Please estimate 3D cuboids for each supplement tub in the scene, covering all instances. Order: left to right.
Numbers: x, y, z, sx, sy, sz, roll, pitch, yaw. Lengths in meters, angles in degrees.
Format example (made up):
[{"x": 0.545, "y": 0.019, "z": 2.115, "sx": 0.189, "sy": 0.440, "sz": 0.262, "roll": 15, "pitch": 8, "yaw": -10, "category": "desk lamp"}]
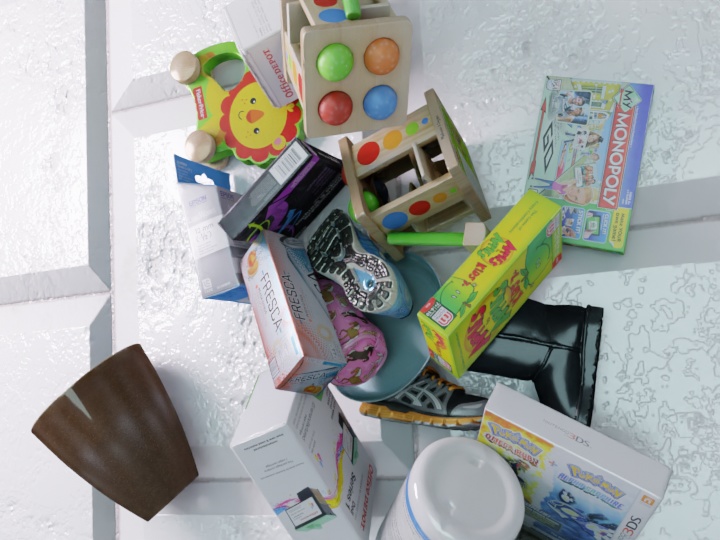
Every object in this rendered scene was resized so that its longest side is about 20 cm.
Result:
[{"x": 0.094, "y": 0.295, "z": 0.836, "sx": 0.132, "sy": 0.131, "sz": 0.202, "roll": 41, "pitch": 139, "yaw": 20, "category": "supplement tub"}]

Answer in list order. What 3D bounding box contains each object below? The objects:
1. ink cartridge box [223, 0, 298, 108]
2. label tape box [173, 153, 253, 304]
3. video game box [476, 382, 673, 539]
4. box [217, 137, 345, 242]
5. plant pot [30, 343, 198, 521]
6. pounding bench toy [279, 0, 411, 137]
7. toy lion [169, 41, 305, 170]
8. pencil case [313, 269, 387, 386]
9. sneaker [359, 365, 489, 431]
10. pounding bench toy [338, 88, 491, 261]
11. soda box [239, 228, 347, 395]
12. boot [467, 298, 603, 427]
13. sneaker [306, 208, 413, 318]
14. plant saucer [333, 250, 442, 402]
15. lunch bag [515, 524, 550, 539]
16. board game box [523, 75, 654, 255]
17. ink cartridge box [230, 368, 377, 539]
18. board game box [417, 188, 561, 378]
[{"x": -0.063, "y": -0.324, "z": 0.978, "sx": 0.197, "sy": 0.146, "sz": 0.086, "roll": -28, "pitch": 68, "yaw": 3, "category": "ink cartridge box"}, {"x": -0.178, "y": -0.062, "z": 1.018, "sx": 0.065, "sy": 0.143, "sz": 0.206, "roll": -17, "pitch": 79, "yaw": 19, "category": "label tape box"}, {"x": 0.221, "y": 0.236, "z": 0.824, "sx": 0.196, "sy": 0.047, "sz": 0.185, "roll": 24, "pitch": 138, "yaw": 20, "category": "video game box"}, {"x": -0.089, "y": -0.096, "z": 0.958, "sx": 0.036, "sy": 0.200, "sz": 0.143, "roll": 46, "pitch": 102, "yaw": 9, "category": "box"}, {"x": -0.325, "y": 0.243, "z": 1.043, "sx": 0.186, "sy": 0.187, "sz": 0.201, "roll": -42, "pitch": 87, "yaw": 12, "category": "plant pot"}, {"x": -0.018, "y": -0.277, "z": 0.826, "sx": 0.121, "sy": 0.203, "sz": 0.158, "roll": -10, "pitch": 44, "yaw": -12, "category": "pounding bench toy"}, {"x": -0.171, "y": -0.244, "z": 1.083, "sx": 0.187, "sy": 0.069, "sz": 0.205, "roll": -17, "pitch": 79, "yaw": 12, "category": "toy lion"}, {"x": -0.039, "y": 0.060, "z": 0.946, "sx": 0.201, "sy": 0.081, "sz": 0.088, "roll": 54, "pitch": 134, "yaw": 46, "category": "pencil case"}, {"x": 0.084, "y": 0.156, "z": 0.922, "sx": 0.196, "sy": 0.078, "sz": 0.079, "roll": 2, "pitch": 75, "yaw": 34, "category": "sneaker"}, {"x": 0.067, "y": -0.080, "z": 0.903, "sx": 0.153, "sy": 0.124, "sz": 0.204, "roll": -25, "pitch": 56, "yaw": 17, "category": "pounding bench toy"}, {"x": -0.085, "y": 0.048, "z": 0.887, "sx": 0.064, "sy": 0.067, "sz": 0.203, "roll": -47, "pitch": 47, "yaw": 29, "category": "soda box"}, {"x": 0.200, "y": 0.128, "z": 0.890, "sx": 0.164, "sy": 0.076, "sz": 0.206, "roll": 6, "pitch": 88, "yaw": 23, "category": "boot"}, {"x": 0.000, "y": 0.000, "z": 0.934, "sx": 0.079, "sy": 0.089, "sz": 0.201, "roll": -47, "pitch": 45, "yaw": 10, "category": "sneaker"}, {"x": 0.032, "y": 0.073, "z": 0.949, "sx": 0.197, "sy": 0.027, "sz": 0.205, "roll": -23, "pitch": 52, "yaw": 33, "category": "plant saucer"}, {"x": 0.180, "y": 0.392, "z": 0.805, "sx": 0.115, "sy": 0.199, "sz": 0.168, "roll": 23, "pitch": 92, "yaw": 21, "category": "lunch bag"}, {"x": 0.278, "y": -0.132, "z": 0.911, "sx": 0.131, "sy": 0.029, "sz": 0.206, "roll": 10, "pitch": 89, "yaw": 23, "category": "board game box"}, {"x": -0.061, "y": 0.232, "z": 0.900, "sx": 0.082, "sy": 0.146, "sz": 0.203, "roll": -22, "pitch": 111, "yaw": 17, "category": "ink cartridge box"}, {"x": 0.153, "y": 0.016, "z": 0.838, "sx": 0.047, "sy": 0.102, "sz": 0.200, "roll": 34, "pitch": 72, "yaw": 31, "category": "board game box"}]
